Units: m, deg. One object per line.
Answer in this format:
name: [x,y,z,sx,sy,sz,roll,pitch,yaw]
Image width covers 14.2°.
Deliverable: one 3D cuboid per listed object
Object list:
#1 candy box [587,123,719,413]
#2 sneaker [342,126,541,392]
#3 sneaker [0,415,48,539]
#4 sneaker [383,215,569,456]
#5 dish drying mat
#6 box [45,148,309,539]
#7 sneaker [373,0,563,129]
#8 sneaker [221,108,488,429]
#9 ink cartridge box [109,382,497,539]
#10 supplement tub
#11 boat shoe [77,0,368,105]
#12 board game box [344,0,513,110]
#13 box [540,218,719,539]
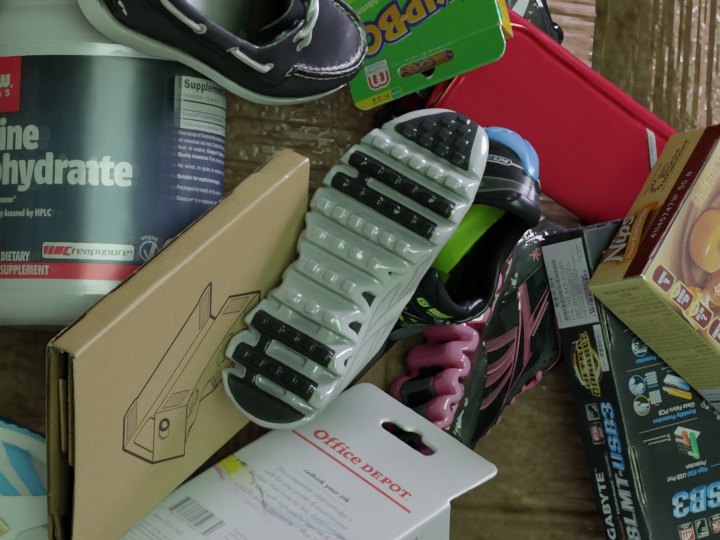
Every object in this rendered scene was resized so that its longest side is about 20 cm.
candy box: [0.233,0.024,1.650,0.200,0.055,0.115,42,64,-22]
sneaker: [0.026,0.004,1.618,0.071,0.083,0.200,31,118,-31]
sneaker: [-0.196,0.123,1.585,0.200,0.077,0.081,24,87,-11]
sneaker: [0.077,0.054,1.674,0.095,0.079,0.200,22,83,-26]
dish drying mat: [0.122,-0.079,1.671,0.200,0.018,0.077,32,86,-39]
box: [-0.095,0.049,1.519,0.021,0.164,0.200,26,45,23]
sneaker: [0.067,-0.112,1.674,0.098,0.071,0.201,11,91,-25]
sneaker: [0.000,0.000,1.560,0.075,0.081,0.200,35,86,17]
ink cartridge box: [-0.031,0.150,1.578,0.200,0.116,0.068,-30,137,-33]
supplement tub: [-0.143,-0.067,1.574,0.140,0.140,0.200,2,87,-16]
boat shoe: [-0.059,-0.138,1.523,0.200,0.060,0.074,18,65,-44]
board game box: [0.022,-0.191,1.628,0.095,0.030,0.200,-20,66,19]
box: [0.213,0.058,1.694,0.200,0.050,0.199,-12,92,-33]
